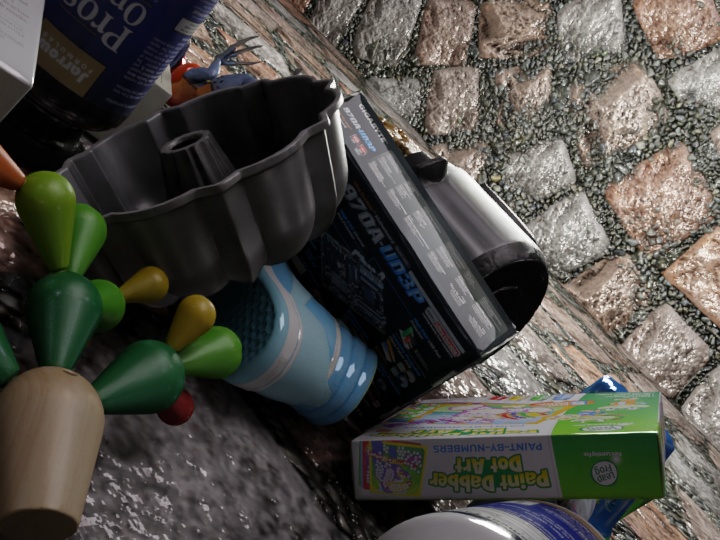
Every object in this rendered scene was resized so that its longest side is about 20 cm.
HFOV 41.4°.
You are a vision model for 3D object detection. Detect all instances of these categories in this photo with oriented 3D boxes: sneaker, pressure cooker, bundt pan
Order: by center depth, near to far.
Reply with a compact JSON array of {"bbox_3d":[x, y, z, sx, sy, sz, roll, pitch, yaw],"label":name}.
[{"bbox_3d":[-0.094,-0.046,0.587,0.202,0.200,0.076,-107,177,-65],"label":"bundt pan"},{"bbox_3d":[-0.056,0.034,0.672,0.130,0.079,0.201,38,16,-36],"label":"sneaker"},{"bbox_3d":[0.077,-0.017,0.999,0.178,0.176,0.200,21,24,-53],"label":"pressure cooker"}]

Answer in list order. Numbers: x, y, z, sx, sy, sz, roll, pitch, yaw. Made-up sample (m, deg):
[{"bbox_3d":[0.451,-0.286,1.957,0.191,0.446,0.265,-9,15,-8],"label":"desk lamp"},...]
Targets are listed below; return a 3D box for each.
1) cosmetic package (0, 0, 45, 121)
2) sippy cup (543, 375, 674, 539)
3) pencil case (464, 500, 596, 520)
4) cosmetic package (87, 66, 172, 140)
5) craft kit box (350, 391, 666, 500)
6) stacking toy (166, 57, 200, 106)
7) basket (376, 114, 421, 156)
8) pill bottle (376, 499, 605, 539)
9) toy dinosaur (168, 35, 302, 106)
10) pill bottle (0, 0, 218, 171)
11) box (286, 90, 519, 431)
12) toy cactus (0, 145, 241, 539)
[{"bbox_3d":[-0.237,-0.154,0.550,0.071,0.101,0.201,33,32,-37],"label":"cosmetic package"},{"bbox_3d":[0.232,0.181,0.943,0.140,0.130,0.177,48,13,19],"label":"sippy cup"},{"bbox_3d":[0.128,0.184,0.713,0.083,0.091,0.200,33,9,15],"label":"pencil case"},{"bbox_3d":[-0.255,-0.193,0.778,0.199,0.073,0.104,38,14,-26],"label":"cosmetic package"},{"bbox_3d":[0.116,0.123,0.684,0.197,0.197,0.049,-10,95,-72],"label":"craft kit box"},{"bbox_3d":[-0.160,-0.172,1.009,0.200,0.086,0.085,41,12,16],"label":"stacking toy"},{"bbox_3d":[0.018,-0.107,1.173,0.200,0.143,0.149,44,14,3],"label":"basket"},{"bbox_3d":[0.058,0.177,0.471,0.116,0.116,0.199,50,15,26],"label":"pill bottle"},{"bbox_3d":[-0.136,-0.161,0.837,0.180,0.106,0.200,19,15,20],"label":"toy dinosaur"},{"bbox_3d":[-0.179,-0.168,0.645,0.112,0.200,0.112,39,13,-11],"label":"pill bottle"},{"bbox_3d":[0.000,0.000,0.687,0.046,0.159,0.201,-27,81,-41],"label":"box"},{"bbox_3d":[-0.141,0.037,0.418,0.199,0.102,0.166,36,34,-40],"label":"toy cactus"}]
